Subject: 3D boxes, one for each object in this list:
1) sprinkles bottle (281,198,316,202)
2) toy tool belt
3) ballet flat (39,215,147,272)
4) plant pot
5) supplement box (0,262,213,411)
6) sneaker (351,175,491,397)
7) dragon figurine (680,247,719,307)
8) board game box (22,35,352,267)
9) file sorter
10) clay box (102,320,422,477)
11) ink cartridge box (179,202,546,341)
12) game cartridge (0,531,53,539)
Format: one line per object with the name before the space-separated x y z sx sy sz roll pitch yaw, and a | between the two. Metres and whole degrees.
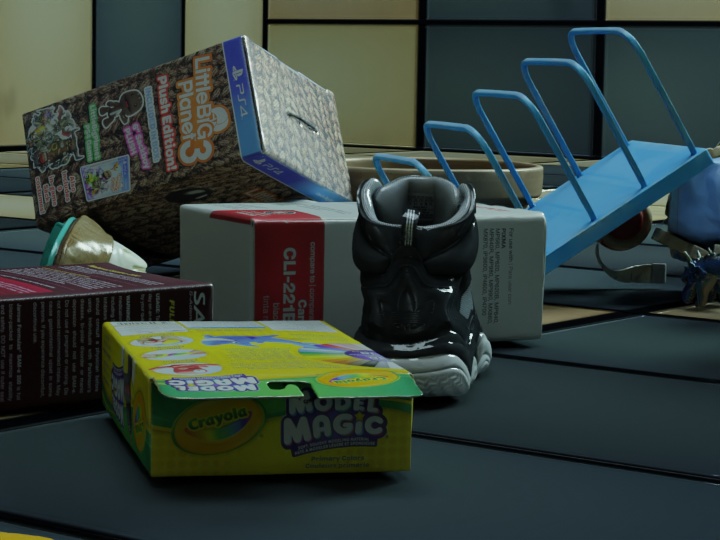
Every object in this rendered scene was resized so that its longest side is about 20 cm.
sprinkles bottle | -0.014 -0.012 1.496 0.068 0.068 0.200 -1 6 -23
toy tool belt | 0.279 -0.041 1.570 0.200 0.125 0.123 2 -3 3
ballet flat | -0.189 -0.001 1.460 0.072 0.068 0.200 19 -1 -10
plant pot | 0.052 -0.045 1.714 0.201 0.093 0.201 0 5 0
supplement box | -0.187 0.034 1.056 0.200 0.061 0.109 -5 9 -37
sneaker | 0.036 0.003 1.136 0.075 0.114 0.200 2 6 4
dragon figurine | 0.297 -0.036 1.450 0.099 0.200 0.059 32 38 16
board game box | -0.133 -0.087 1.597 0.200 0.097 0.159 -17 -18 21
file sorter | 0.130 -0.082 1.535 0.200 0.123 0.139 -33 14 -11
clay box | -0.049 0.057 0.926 0.115 0.048 0.200 0 7 -13
ink cartridge box | 0.000 0.000 1.308 0.200 0.084 0.144 -2 6 -23
game cartridge | -0.195 0.098 0.580 0.176 0.032 0.200 3 7 20
